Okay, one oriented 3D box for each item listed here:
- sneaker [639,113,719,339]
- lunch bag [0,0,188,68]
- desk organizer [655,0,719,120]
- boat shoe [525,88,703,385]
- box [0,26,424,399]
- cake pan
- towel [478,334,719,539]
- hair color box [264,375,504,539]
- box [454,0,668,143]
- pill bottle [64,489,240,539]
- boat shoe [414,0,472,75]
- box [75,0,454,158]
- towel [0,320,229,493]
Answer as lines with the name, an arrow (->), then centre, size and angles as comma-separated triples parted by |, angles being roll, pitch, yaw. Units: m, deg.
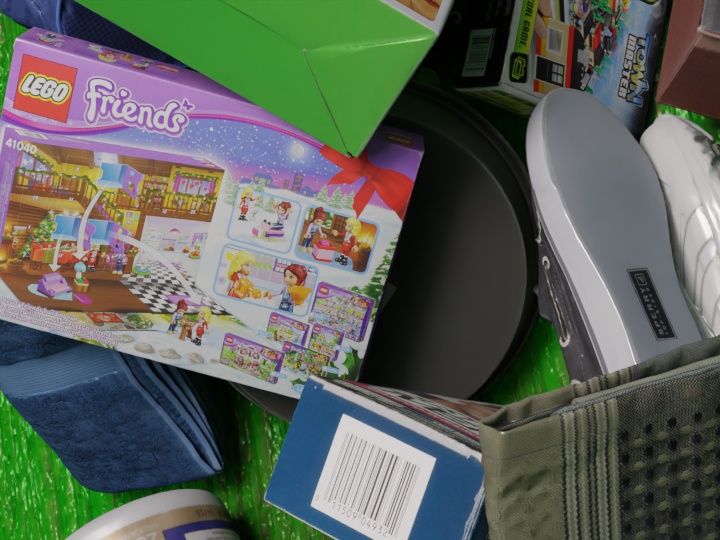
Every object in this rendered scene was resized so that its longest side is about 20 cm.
sneaker -> 0.162, 0.022, 0.682 | 0.099, 0.078, 0.202 | -28, 66, 28
lunch bag -> -0.158, -0.223, 0.875 | 0.132, 0.135, 0.202 | 32, 108, 35
desk organizer -> 0.201, -0.176, 0.693 | 0.071, 0.077, 0.202 | 14, 70, -1
boat shoe -> 0.112, 0.013, 0.659 | 0.066, 0.069, 0.202 | -45, 56, 47
box -> -0.081, -0.023, 0.689 | 0.198, 0.039, 0.138 | 15, 107, -4
cake pan -> 0.000, 0.000, 0.735 | 0.198, 0.037, 0.203 | 0, 108, 1
towel -> 0.140, 0.117, 0.586 | 0.035, 0.190, 0.202 | -130, 30, -61
hair color box -> 0.056, 0.099, 0.655 | 0.099, 0.199, 0.061 | 22, 93, 32
box -> 0.116, -0.175, 0.724 | 0.035, 0.109, 0.202 | 7, 84, 51
pill bottle -> -0.090, 0.232, 0.768 | 0.115, 0.115, 0.201 | -37, 65, 19
boat shoe -> 0.039, -0.144, 0.793 | 0.198, 0.075, 0.066 | -29, 111, 17
box -> -0.046, -0.181, 0.651 | 0.097, 0.199, 0.177 | -50, 14, 50
towel -> -0.159, 0.050, 0.794 | 0.111, 0.201, 0.049 | -13, 40, 20
